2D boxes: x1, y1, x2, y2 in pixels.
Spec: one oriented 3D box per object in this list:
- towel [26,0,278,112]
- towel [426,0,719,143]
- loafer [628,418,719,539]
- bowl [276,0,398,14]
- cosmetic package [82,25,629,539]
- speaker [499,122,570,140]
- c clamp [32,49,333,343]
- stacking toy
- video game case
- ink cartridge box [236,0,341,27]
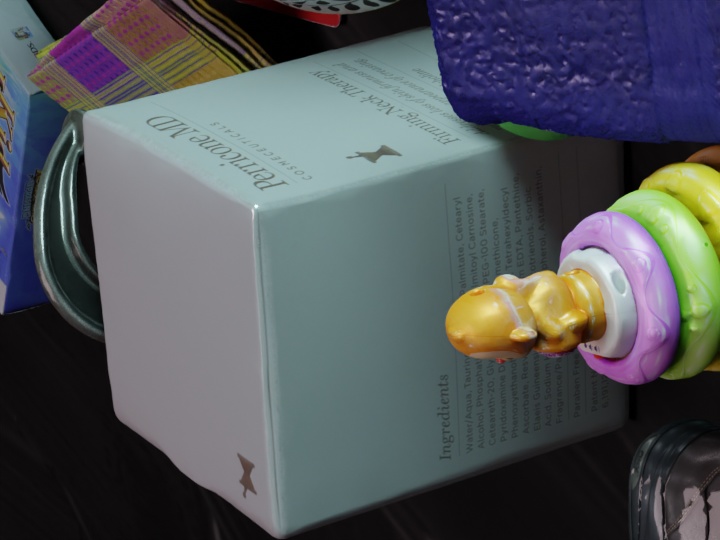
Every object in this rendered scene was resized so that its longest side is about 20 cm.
[{"bbox_3d":[-0.099,-0.097,1.623,0.144,0.023,0.200,39,156,-13],"label":"towel"},{"bbox_3d":[0.118,-0.119,1.133,0.200,0.050,0.148,6,123,29],"label":"towel"},{"bbox_3d":[0.166,0.168,1.298,0.072,0.073,0.200,11,115,55],"label":"loafer"},{"bbox_3d":[-0.047,-0.209,1.379,0.201,0.094,0.201,12,114,29],"label":"bowl"},{"bbox_3d":[0.000,0.000,1.373,0.167,0.200,0.166,30,129,52],"label":"cosmetic package"},{"bbox_3d":[0.107,-0.137,1.230,0.088,0.088,0.200,63,151,19],"label":"speaker"},{"bbox_3d":[-0.083,-0.035,1.475,0.027,0.200,0.171,-25,69,50],"label":"c clamp"},{"bbox_3d":[0.120,0.004,1.154,0.116,0.200,0.110,21,122,56],"label":"stacking toy"},{"bbox_3d":[-0.251,-0.103,1.949,0.181,0.045,0.200,52,145,34],"label":"video game case"},{"bbox_3d":[-0.100,-0.219,1.568,0.200,0.084,0.176,21,122,56],"label":"ink cartridge box"}]
